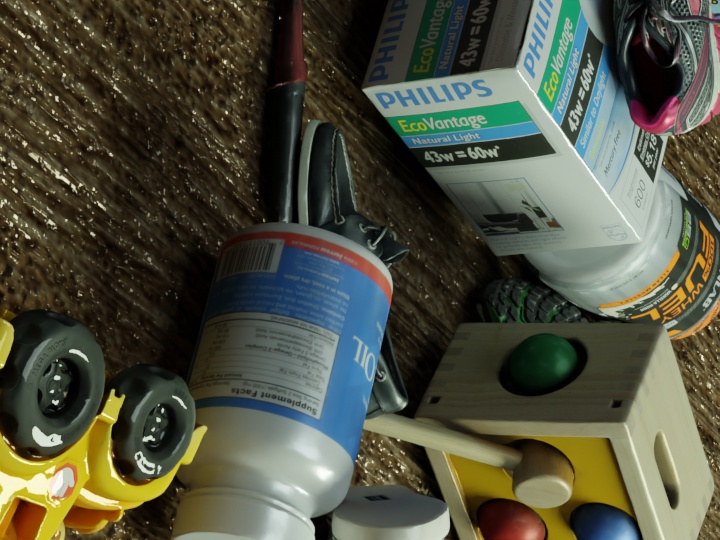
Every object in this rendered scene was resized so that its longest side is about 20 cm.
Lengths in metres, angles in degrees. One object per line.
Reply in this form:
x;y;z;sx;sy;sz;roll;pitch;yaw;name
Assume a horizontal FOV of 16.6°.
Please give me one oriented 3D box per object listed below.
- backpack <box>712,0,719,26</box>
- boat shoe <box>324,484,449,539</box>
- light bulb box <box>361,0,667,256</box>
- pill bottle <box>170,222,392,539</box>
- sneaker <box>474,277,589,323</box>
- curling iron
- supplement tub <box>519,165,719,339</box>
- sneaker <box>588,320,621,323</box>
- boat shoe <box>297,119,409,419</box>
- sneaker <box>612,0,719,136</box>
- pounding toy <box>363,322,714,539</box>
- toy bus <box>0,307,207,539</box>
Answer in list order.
0.246;-0.279;1.932;0.200;0.182;0.135;45;43;-40;backpack
0.015;0.187;1.533;0.200;0.075;0.093;-167;-106;-86;boat shoe
0.120;-0.148;1.720;0.200;0.125;0.198;49;47;-42;light bulb box
-0.052;0.082;1.485;0.112;0.112;0.200;42;52;-45;pill bottle
0.140;0.095;1.809;0.200;0.085;0.078;56;39;-11;sneaker
-0.047;-0.126;1.599;0.050;0.026;0.200;105;-9;-79;curling iron
0.203;-0.018;1.865;0.200;0.122;0.123;31;59;-59;supplement tub
0.211;0.121;1.879;0.200;0.076;0.088;55;26;-42;sneaker
-0.001;0.000;1.602;0.074;0.066;0.200;15;71;-75;boat shoe
0.204;-0.190;1.669;0.075;0.081;0.200;-24;104;-54;sneaker
0.117;0.123;1.693;0.142;0.184;0.200;-62;141;-43;pounding toy
-0.193;0.115;1.265;0.200;0.136;0.192;31;72;-53;toy bus
